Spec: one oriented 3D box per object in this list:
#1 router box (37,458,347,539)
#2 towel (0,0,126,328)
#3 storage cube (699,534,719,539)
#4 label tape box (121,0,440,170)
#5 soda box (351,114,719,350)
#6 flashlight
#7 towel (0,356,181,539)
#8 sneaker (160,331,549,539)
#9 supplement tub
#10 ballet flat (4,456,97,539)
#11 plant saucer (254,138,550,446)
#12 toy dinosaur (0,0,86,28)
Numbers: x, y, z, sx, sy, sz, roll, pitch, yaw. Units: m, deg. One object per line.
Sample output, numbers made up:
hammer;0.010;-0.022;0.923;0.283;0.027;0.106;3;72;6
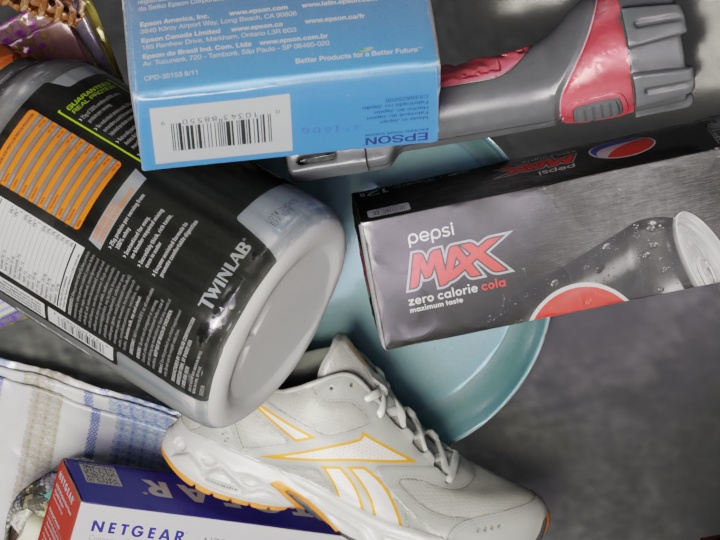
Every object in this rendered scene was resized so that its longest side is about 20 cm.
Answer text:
router box;-0.079;0.198;1.530;0.199;0.049;0.181;10;110;-23
towel;-0.198;-0.041;1.530;0.199;0.023;0.144;-25;102;12
storage cube;0.264;0.170;1.418;0.200;0.171;0.180;46;116;7
label tape box;-0.043;-0.150;1.410;0.142;0.201;0.066;-6;145;-2
soda box;0.099;-0.019;1.445;0.199;0.063;0.071;-12;105;-1
flashlight;0.059;-0.096;1.436;0.199;0.068;0.068;-8;108;3
towel;-0.144;0.126;1.580;0.199;0.024;0.148;15;111;7
sneaker;0.004;0.084;1.485;0.199;0.076;0.093;17;105;1
supplement tub;-0.117;-0.022;1.435;0.199;0.122;0.123;32;111;17
ballet flat;-0.174;0.193;1.560;0.072;0.072;0.201;15;114;5
plant saucer;0.000;0.000;1.508;0.199;0.027;0.202;2;107;7
toy dinosaur;-0.215;-0.200;1.472;0.199;0.102;0.136;30;126;-19
